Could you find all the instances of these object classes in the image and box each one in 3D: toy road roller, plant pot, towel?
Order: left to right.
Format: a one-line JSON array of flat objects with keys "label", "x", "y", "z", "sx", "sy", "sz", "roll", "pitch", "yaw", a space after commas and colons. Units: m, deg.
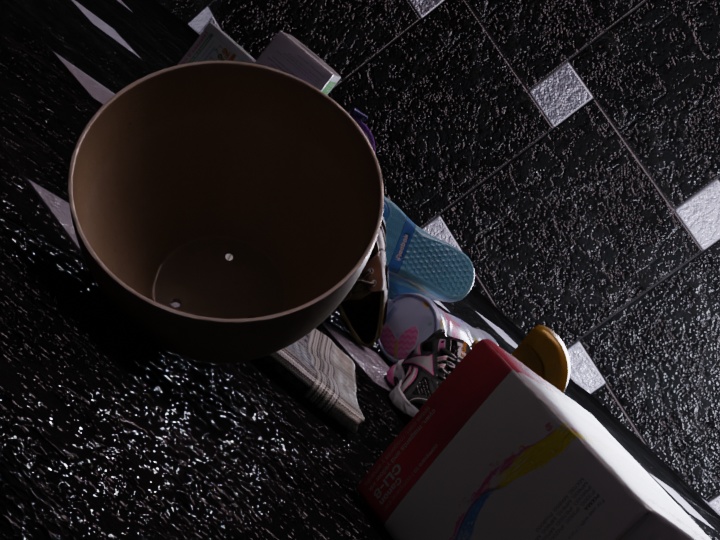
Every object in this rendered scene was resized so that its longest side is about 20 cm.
[{"label": "plant pot", "x": -0.092, "y": -0.019, "z": 0.994, "sx": 0.200, "sy": 0.200, "sz": 0.135, "roll": 42, "pitch": -29, "yaw": 17}, {"label": "towel", "x": -0.071, "y": 0.045, "z": 1.249, "sx": 0.192, "sy": 0.035, "sz": 0.200, "roll": 40, "pitch": 5, "yaw": -8}, {"label": "toy road roller", "x": 0.190, "y": 0.149, "z": 1.603, "sx": 0.200, "sy": 0.146, "sz": 0.123, "roll": 41, "pitch": 6, "yaw": 8}]

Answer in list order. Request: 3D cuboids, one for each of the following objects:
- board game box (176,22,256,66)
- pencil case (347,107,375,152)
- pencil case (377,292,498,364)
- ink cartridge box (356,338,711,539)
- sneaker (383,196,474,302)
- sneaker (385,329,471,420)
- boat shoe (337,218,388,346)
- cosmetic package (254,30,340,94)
[{"label": "board game box", "x": -0.154, "y": -0.184, "z": 1.849, "sx": 0.200, "sy": 0.148, "sz": 0.064, "roll": 43, "pitch": 8, "yaw": 18}, {"label": "pencil case", "x": -0.067, "y": -0.111, "z": 1.499, "sx": 0.085, "sy": 0.085, "sz": 0.199, "roll": 21, "pitch": -13, "yaw": -31}, {"label": "pencil case", "x": 0.093, "y": 0.087, "z": 1.739, "sx": 0.091, "sy": 0.083, "sz": 0.200, "roll": 59, "pitch": 15, "yaw": 27}, {"label": "ink cartridge box", "x": 0.126, "y": 0.176, "z": 0.994, "sx": 0.145, "sy": 0.145, "sz": 0.200, "roll": 36, "pitch": 7, "yaw": -39}, {"label": "sneaker", "x": 0.022, "y": -0.021, "z": 1.724, "sx": 0.199, "sy": 0.080, "sz": 0.130, "roll": 35, "pitch": -19, "yaw": -15}, {"label": "sneaker", "x": 0.078, "y": 0.107, "z": 1.488, "sx": 0.080, "sy": 0.087, "sz": 0.200, "roll": 37, "pitch": 7, "yaw": -18}, {"label": "boat shoe", "x": 0.000, "y": 0.000, "z": 1.555, "sx": 0.201, "sy": 0.071, "sz": 0.068, "roll": 73, "pitch": 6, "yaw": -50}, {"label": "cosmetic package", "x": -0.119, "y": -0.173, "z": 1.732, "sx": 0.085, "sy": 0.200, "sz": 0.108, "roll": 38, "pitch": 8, "yaw": -1}]
